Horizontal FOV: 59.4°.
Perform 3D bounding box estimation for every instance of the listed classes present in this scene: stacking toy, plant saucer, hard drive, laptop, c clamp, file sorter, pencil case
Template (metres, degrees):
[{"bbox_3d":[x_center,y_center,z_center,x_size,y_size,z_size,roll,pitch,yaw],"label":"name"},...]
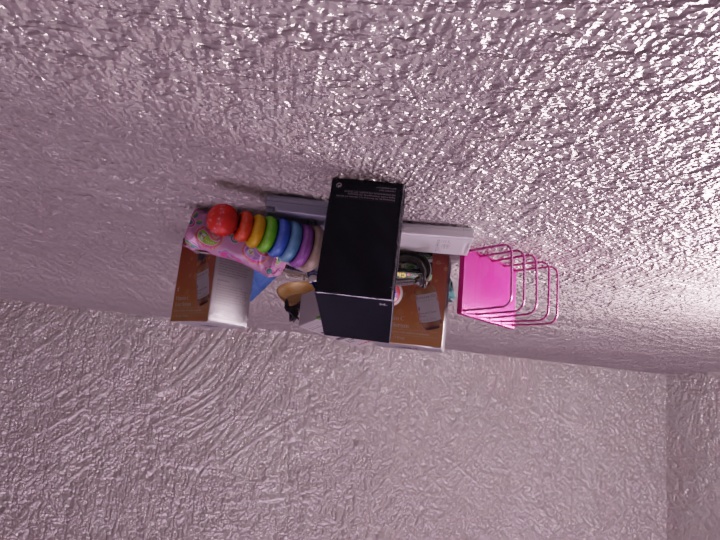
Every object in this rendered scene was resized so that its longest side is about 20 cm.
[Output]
[{"bbox_3d":[-0.164,-0.063,1.077,0.200,0.085,0.085,18,164,-26],"label":"stacking toy"},{"bbox_3d":[-0.134,0.079,1.748,0.200,0.035,0.200,7,-162,-2],"label":"plant saucer"},{"bbox_3d":[0.111,-0.062,1.218,0.200,0.027,0.132,4,168,5],"label":"hard drive"},{"bbox_3d":[-0.227,0.026,1.561,0.200,0.116,0.187,12,173,27],"label":"laptop"},{"bbox_3d":[0.046,0.014,1.193,0.200,0.027,0.171,-8,-147,-13],"label":"c clamp"},{"bbox_3d":[0.312,0.035,1.310,0.125,0.139,0.200,-8,162,44],"label":"file sorter"},{"bbox_3d":[-0.237,-0.051,1.204,0.200,0.087,0.087,18,169,8],"label":"pencil case"}]

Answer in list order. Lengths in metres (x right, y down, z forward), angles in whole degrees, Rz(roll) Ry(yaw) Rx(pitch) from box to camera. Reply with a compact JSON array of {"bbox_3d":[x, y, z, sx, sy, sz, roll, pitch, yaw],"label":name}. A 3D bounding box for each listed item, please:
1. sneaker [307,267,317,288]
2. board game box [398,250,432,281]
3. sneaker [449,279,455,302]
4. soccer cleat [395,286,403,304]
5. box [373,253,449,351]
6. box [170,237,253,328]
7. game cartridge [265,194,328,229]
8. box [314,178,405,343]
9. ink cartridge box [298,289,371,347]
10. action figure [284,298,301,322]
[{"bbox_3d":[-0.090,0.011,1.509,0.075,0.088,0.200,0,168,16],"label":"sneaker"},{"bbox_3d":[0.045,-0.024,1.277,0.200,0.105,0.023,5,128,4],"label":"board game box"},{"bbox_3d":[0.159,0.056,1.484,0.121,0.084,0.200,-11,-163,40],"label":"sneaker"},{"bbox_3d":[0.000,0.000,1.303,0.200,0.068,0.073,39,-173,21],"label":"soccer cleat"},{"bbox_3d":[0.112,0.068,1.368,0.152,0.200,0.106,4,169,11],"label":"box"},{"bbox_3d":[-0.329,0.025,1.419,0.152,0.200,0.106,-6,164,44],"label":"box"},{"bbox_3d":[-0.103,-0.091,1.166,0.133,0.041,0.200,10,168,-3],"label":"game cartridge"},{"bbox_3d":[0.002,-0.011,1.018,0.123,0.199,0.200,5,155,3],"label":"box"},{"bbox_3d":[-0.021,0.104,1.481,0.200,0.084,0.145,24,146,-37],"label":"ink cartridge box"},{"bbox_3d":[-0.093,0.070,1.600,0.200,0.102,0.119,-12,171,-1],"label":"action figure"}]
